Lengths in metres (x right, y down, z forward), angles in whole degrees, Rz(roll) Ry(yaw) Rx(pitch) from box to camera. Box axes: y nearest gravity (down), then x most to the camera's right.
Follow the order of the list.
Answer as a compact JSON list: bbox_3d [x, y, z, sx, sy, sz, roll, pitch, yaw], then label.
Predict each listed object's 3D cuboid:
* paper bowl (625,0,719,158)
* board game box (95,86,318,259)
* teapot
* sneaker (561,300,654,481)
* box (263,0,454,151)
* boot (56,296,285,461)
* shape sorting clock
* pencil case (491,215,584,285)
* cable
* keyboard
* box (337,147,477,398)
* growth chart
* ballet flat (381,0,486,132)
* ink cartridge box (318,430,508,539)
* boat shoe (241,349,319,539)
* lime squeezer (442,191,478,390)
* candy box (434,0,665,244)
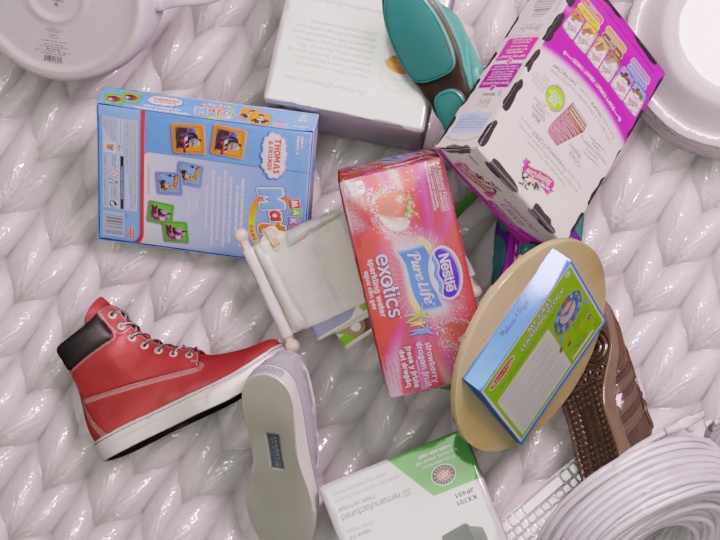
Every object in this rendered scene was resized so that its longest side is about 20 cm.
[{"bbox_3d":[0.343,-0.209,1.625,0.200,0.104,0.201,0,84,4],"label":"paper bowl"},{"bbox_3d":[-0.143,-0.085,1.625,0.199,0.037,0.152,8,125,4],"label":"board game box"},{"bbox_3d":[-0.259,-0.281,1.647,0.197,0.146,0.200,-33,105,24],"label":"teapot"},{"bbox_3d":[0.228,0.123,1.618,0.070,0.075,0.201,-22,60,37],"label":"sneaker"},{"bbox_3d":[0.005,-0.229,1.641,0.152,0.106,0.201,12,84,3],"label":"box"},{"bbox_3d":[-0.178,0.073,1.637,0.200,0.072,0.145,-24,82,3],"label":"boot"},{"bbox_3d":[0.145,0.064,1.522,0.039,0.200,0.200,30,85,32],"label":"shape sorting clock"},{"bbox_3d":[0.162,-0.043,1.621,0.085,0.092,0.201,0,81,36],"label":"pencil case"},{"bbox_3d":[0.248,0.230,1.537,0.200,0.200,0.069,-28,51,-9],"label":"cable"},{"bbox_3d":[0.155,0.247,1.630,0.200,0.011,0.056,-40,83,-2],"label":"keyboard"},{"bbox_3d":[0.046,0.000,1.555,0.095,0.100,0.201,-13,99,1],"label":"box"},{"bbox_3d":[0.000,0.000,1.612,0.199,0.018,0.145,-19,98,2],"label":"growth chart"},{"bbox_3d":[0.083,-0.177,1.561,0.067,0.070,0.200,-15,110,39],"label":"ballet flat"},{"bbox_3d":[0.065,0.266,1.586,0.146,0.083,0.200,-22,77,-1],"label":"ink cartridge box"},{"bbox_3d":[-0.063,0.166,1.604,0.070,0.072,0.201,8,119,22],"label":"boat shoe"},{"bbox_3d":[0.069,0.007,1.635,0.070,0.038,0.201,15,96,28],"label":"lime squeezer"},{"bbox_3d":[0.168,-0.140,1.537,0.136,0.061,0.200,45,66,-31],"label":"candy box"}]
